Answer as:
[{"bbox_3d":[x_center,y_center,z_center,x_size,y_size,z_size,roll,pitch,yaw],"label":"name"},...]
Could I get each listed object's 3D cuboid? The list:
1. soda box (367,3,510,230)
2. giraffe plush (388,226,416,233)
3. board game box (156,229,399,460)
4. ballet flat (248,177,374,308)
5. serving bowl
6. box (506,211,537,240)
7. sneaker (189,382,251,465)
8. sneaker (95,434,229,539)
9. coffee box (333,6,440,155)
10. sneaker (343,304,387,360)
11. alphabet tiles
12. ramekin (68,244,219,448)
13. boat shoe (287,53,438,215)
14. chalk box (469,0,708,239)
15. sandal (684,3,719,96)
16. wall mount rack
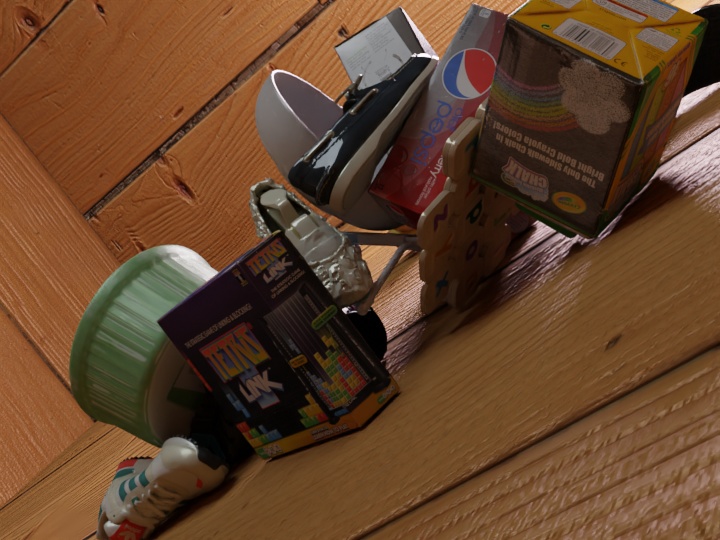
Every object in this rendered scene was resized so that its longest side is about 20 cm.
[{"bbox_3d":[0.089,-0.131,1.099,0.201,0.070,0.063,-61,-26,-9],"label":"soda box"},{"bbox_3d":[0.112,-0.138,1.785,0.161,0.201,0.173,-9,1,-2],"label":"giraffe plush"},{"bbox_3d":[-0.077,0.071,1.066,0.057,0.166,0.200,-41,5,-32],"label":"board game box"},{"bbox_3d":[-0.057,-0.031,1.138,0.072,0.072,0.200,-39,36,-7],"label":"ballet flat"},{"bbox_3d":[-0.030,-0.105,1.213,0.066,0.200,0.200,-47,2,16],"label":"serving bowl"},{"bbox_3d":[0.116,-0.070,1.350,0.100,0.096,0.200,-37,5,5],"label":"box"},{"bbox_3d":[-0.116,0.102,1.230,0.082,0.073,0.201,-29,-35,-49],"label":"sneaker"},{"bbox_3d":[-0.199,0.225,1.208,0.200,0.070,0.094,-26,33,51],"label":"sneaker"},{"bbox_3d":[0.064,-0.142,1.212,0.080,0.201,0.114,-31,-26,12],"label":"coffee box"},{"bbox_3d":[-0.007,0.064,1.233,0.099,0.071,0.200,-26,10,28],"label":"sneaker"},{"bbox_3d":[0.103,-0.060,1.088,0.196,0.015,0.200,-47,-31,-32],"label":"alphabet tiles"},{"bbox_3d":[-0.188,0.084,1.263,0.200,0.097,0.201,-36,-40,-39],"label":"ramekin"},{"bbox_3d":[0.006,-0.131,1.095,0.200,0.062,0.075,-56,-11,-30],"label":"boat shoe"},{"bbox_3d":[0.178,-0.120,1.009,0.124,0.124,0.200,-42,-27,-40],"label":"chalk box"},{"bbox_3d":[0.319,-0.207,1.258,0.200,0.075,0.048,-35,9,36],"label":"sandal"},{"bbox_3d":[0.000,0.000,1.180,0.199,0.075,0.174,2,1,33],"label":"wall mount rack"}]
